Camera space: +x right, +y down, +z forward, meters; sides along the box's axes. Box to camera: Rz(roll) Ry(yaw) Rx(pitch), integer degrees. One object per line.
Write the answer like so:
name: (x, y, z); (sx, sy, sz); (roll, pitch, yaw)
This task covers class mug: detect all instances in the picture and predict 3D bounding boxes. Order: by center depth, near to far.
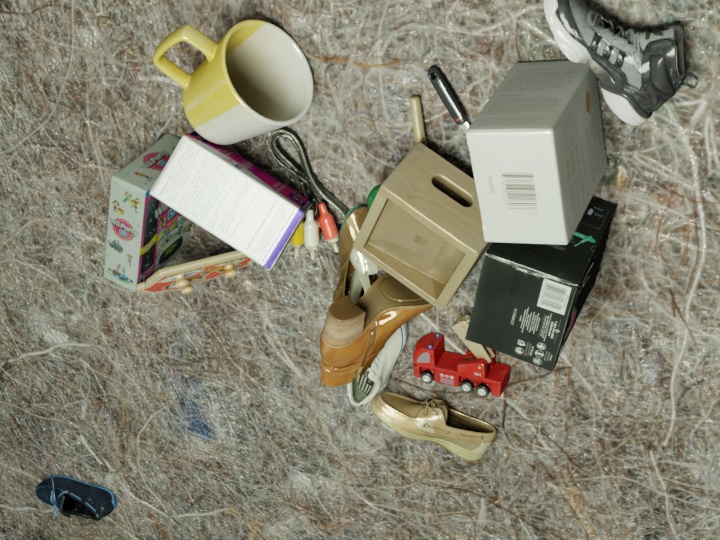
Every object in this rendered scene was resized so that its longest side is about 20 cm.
mug: (-0.178, -0.260, 1.601); (0.153, 0.149, 0.187); (-22, 104, 47)

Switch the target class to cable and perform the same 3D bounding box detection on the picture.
cable: (-0.074, -0.112, 1.697); (0.097, 0.050, 0.200); (-6, 118, 18)

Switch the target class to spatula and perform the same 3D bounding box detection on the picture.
spatula: (0.147, -0.185, 1.542); (0.056, 0.021, 0.200); (-24, 108, 40)

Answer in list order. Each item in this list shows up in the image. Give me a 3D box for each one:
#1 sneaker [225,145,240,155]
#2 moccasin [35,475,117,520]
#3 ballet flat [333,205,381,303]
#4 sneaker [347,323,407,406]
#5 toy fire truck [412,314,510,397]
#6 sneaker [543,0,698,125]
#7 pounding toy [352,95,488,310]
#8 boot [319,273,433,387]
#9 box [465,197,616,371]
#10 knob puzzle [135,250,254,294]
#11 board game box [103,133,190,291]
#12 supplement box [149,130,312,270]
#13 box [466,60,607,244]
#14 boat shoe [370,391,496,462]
sneaker: (-0.205, -0.111, 1.760); (0.201, 0.073, 0.114); (47, 135, -8)
moccasin: (-0.596, 0.468, 2.387); (0.200, 0.068, 0.081); (-1, 121, 30)
ballet flat: (0.000, 0.000, 1.714); (0.072, 0.068, 0.200); (-118, 31, -42)
sneaker: (0.024, 0.133, 1.801); (0.073, 0.071, 0.200); (21, 130, 15)
toy fire truck: (0.170, 0.115, 1.721); (0.200, 0.049, 0.141); (12, 126, 23)
sneaker: (0.308, -0.271, 1.358); (0.114, 0.076, 0.200); (-29, 111, 39)
pounding toy: (0.092, -0.091, 1.583); (0.200, 0.142, 0.184); (36, 146, 6)
boot: (0.029, 0.092, 1.709); (0.077, 0.200, 0.155); (46, 146, 33)
box: (0.235, 0.001, 1.503); (0.124, 0.200, 0.149); (20, 129, 14)
knob puzzle: (-0.251, 0.014, 1.802); (0.219, 0.219, 0.031); (-22, 84, 38)
board game box: (-0.321, -0.088, 1.788); (0.064, 0.148, 0.200); (25, 131, 14)
supplement box: (-0.181, -0.102, 1.647); (0.200, 0.101, 0.103); (31, 103, -3)
box: (0.218, -0.146, 1.409); (0.106, 0.200, 0.153); (2, 123, 26)
boat shoe: (0.115, 0.229, 1.818); (0.200, 0.071, 0.065); (23, 120, -8)
